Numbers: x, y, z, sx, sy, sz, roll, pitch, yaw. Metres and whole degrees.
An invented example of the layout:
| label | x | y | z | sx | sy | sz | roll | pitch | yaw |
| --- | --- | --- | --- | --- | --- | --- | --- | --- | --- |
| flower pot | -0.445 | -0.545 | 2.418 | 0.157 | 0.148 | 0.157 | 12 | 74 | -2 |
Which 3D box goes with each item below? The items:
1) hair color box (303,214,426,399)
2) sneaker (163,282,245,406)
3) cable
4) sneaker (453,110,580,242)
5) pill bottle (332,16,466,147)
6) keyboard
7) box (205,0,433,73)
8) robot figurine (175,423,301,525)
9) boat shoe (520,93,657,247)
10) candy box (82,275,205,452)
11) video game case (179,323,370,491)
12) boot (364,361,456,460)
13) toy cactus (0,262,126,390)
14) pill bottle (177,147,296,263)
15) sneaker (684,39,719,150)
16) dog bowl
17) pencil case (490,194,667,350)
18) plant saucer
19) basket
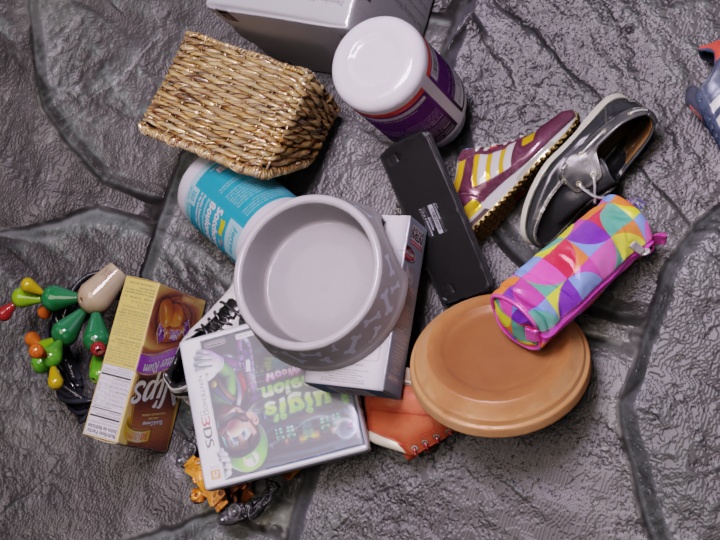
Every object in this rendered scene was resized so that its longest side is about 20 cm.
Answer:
| label | x | y | z | sx | sy | sz | roll | pitch | yaw |
| --- | --- | --- | --- | --- | --- | --- | --- | --- | --- |
| hair color box | 0.007 | 0.038 | 1.503 | 0.099 | 0.061 | 0.200 | 4 | 77 | 24 |
| sneaker | -0.167 | 0.078 | 1.634 | 0.074 | 0.080 | 0.200 | 30 | 88 | 29 |
| cable | -0.345 | 0.097 | 1.721 | 0.163 | 0.051 | 0.200 | 13 | 83 | 26 |
| sneaker | 0.163 | -0.126 | 1.542 | 0.200 | 0.075 | 0.090 | -45 | 70 | 7 |
| pill bottle | 0.053 | -0.207 | 1.538 | 0.112 | 0.200 | 0.113 | -6 | 75 | 22 |
| keyboard | 0.085 | -0.060 | 1.543 | 0.104 | 0.040 | 0.200 | -19 | 95 | 38 |
| box | -0.044 | -0.328 | 1.611 | 0.200 | 0.199 | 0.131 | 14 | 84 | 25 |
| robot figurine | -0.126 | 0.210 | 1.594 | 0.200 | 0.058 | 0.145 | -44 | 64 | 7 |
| boat shoe | 0.253 | -0.107 | 1.492 | 0.200 | 0.072 | 0.068 | -52 | 39 | 3 |
| candy box | -0.263 | 0.118 | 1.644 | 0.056 | 0.117 | 0.200 | 12 | 83 | 26 |
| video game case | -0.102 | 0.145 | 1.553 | 0.200 | 0.023 | 0.182 | -15 | 74 | 9 |
| boot | 0.092 | 0.169 | 1.509 | 0.200 | 0.075 | 0.107 | 11 | 91 | 28 |
| toy cactus | -0.365 | 0.055 | 1.679 | 0.165 | 0.102 | 0.200 | -49 | 49 | -7 |
| pill bottle | -0.126 | -0.059 | 1.614 | 0.200 | 0.111 | 0.111 | 40 | 95 | 37 |
| sneaker | 0.396 | -0.162 | 1.453 | 0.084 | 0.075 | 0.200 | 0 | 68 | 22 |
| dog bowl | -0.050 | 0.007 | 1.468 | 0.200 | 0.059 | 0.200 | -6 | 73 | 19 |
| pencil case | 0.233 | 0.000 | 1.440 | 0.200 | 0.088 | 0.088 | -39 | 63 | -16 |
| plant saucer | 0.151 | 0.094 | 1.458 | 0.200 | 0.037 | 0.200 | -6 | 45 | 6 |
| basket | -0.146 | -0.182 | 1.646 | 0.200 | 0.143 | 0.149 | 21 | 80 | 22 |
